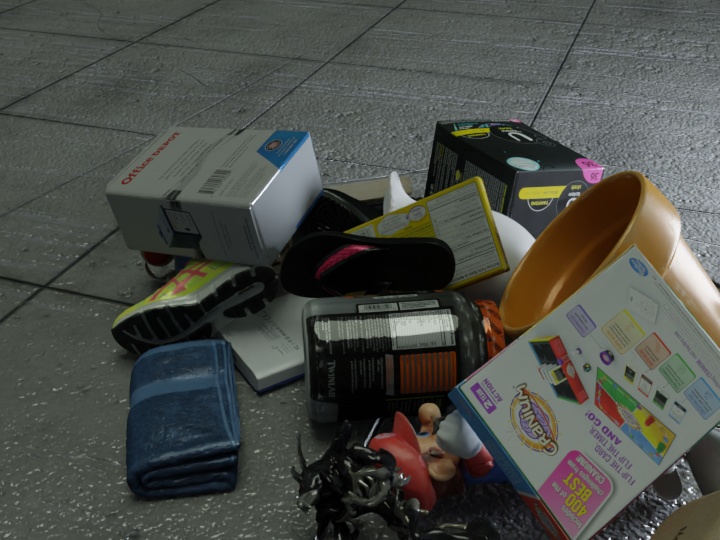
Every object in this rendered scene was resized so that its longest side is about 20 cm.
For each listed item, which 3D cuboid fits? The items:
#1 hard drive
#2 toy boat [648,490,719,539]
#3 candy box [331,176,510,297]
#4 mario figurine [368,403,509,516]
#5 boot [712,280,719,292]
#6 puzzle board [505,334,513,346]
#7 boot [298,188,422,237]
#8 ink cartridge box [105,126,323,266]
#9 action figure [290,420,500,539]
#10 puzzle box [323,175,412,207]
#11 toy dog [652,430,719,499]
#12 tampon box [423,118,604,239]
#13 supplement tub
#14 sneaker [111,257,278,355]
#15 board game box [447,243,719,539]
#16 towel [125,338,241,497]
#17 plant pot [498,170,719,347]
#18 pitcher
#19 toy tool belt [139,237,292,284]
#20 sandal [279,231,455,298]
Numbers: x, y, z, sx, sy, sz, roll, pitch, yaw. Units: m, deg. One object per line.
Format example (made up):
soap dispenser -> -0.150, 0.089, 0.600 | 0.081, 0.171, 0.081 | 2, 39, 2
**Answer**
hard drive -> -0.058, 0.066, 1.035 | 0.197, 0.026, 0.132 | -18, 34, -27
toy boat -> 0.251, 0.255, 0.628 | 0.199, 0.131, 0.131 | -35, 80, -31
candy box -> 0.054, -0.015, 0.962 | 0.197, 0.104, 0.026 | -21, -10, 21
mario figurine -> 0.103, 0.148, 0.797 | 0.195, 0.125, 0.107 | 0, 37, -12
boot -> 0.371, 0.019, 0.968 | 0.198, 0.166, 0.066 | 32, 74, 29
puzzle board -> 0.242, 0.055, 1.059 | 0.149, 0.018, 0.198 | 24, 37, 38
boot -> 0.022, -0.062, 1.158 | 0.209, 0.080, 0.159 | 32, 34, -4
ink cartridge box -> -0.162, -0.090, 1.014 | 0.196, 0.087, 0.147 | 6, 41, 27
action figure -> 0.009, 0.200, 0.713 | 0.197, 0.121, 0.102 | 23, 19, 23
puzzle box -> -0.037, -0.097, 1.253 | 0.195, 0.026, 0.133 | -9, -2, -14
toy dog -> 0.286, 0.181, 0.767 | 0.097, 0.132, 0.199 | -55, 40, -5
tampon box -> 0.201, -0.114, 1.220 | 0.147, 0.129, 0.200 | -6, 29, -28
supplement tub -> 0.040, 0.085, 0.904 | 0.195, 0.125, 0.123 | -3, 30, -5
sneaker -> -0.187, 0.029, 1.012 | 0.196, 0.079, 0.091 | -23, 41, 0
board game box -> 0.192, 0.099, 0.721 | 0.198, 0.040, 0.154 | -35, 79, -14
towel -> -0.176, 0.137, 0.892 | 0.109, 0.049, 0.201 | -6, 31, -8
plant pot -> 0.268, 0.039, 0.891 | 0.183, 0.200, 0.201 | 40, 30, -10
pitcher -> 0.095, 0.002, 1.022 | 0.196, 0.175, 0.121 | 23, -10, 3
toy tool belt -> -0.178, -0.019, 1.090 | 0.195, 0.128, 0.123 | -3, 21, -2
sandal -> 0.000, 0.000, 0.931 | 0.196, 0.076, 0.045 | -3, 32, 22
